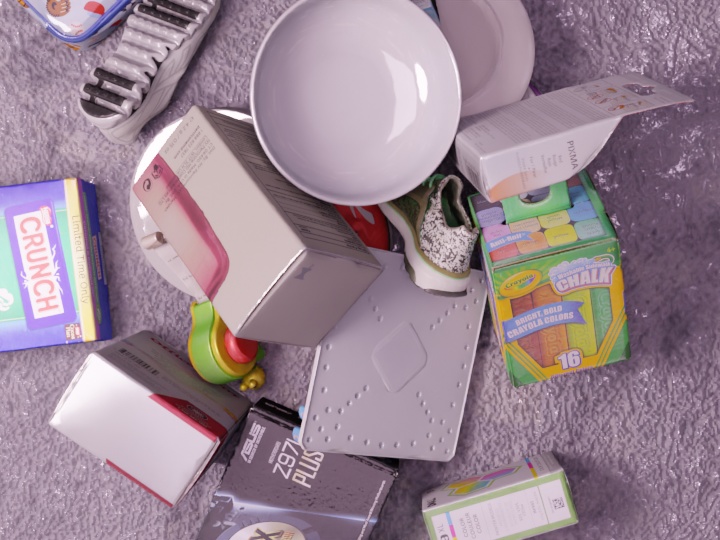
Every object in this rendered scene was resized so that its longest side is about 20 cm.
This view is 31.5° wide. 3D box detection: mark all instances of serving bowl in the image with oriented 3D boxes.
[{"bbox_3d":[-0.009,-0.161,1.184,0.199,0.066,0.201,-1,94,-14],"label":"serving bowl"}]

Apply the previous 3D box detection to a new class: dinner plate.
[{"bbox_3d":[0.073,-0.221,1.261,0.199,0.024,0.201,0,82,3],"label":"dinner plate"}]

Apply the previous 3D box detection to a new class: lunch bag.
[{"bbox_3d":[-0.304,-0.341,1.316,0.160,0.076,0.200,-43,90,0],"label":"lunch bag"}]

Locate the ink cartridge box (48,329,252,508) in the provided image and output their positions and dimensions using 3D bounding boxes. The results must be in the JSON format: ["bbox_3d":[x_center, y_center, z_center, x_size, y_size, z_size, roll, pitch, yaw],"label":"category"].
[{"bbox_3d":[-0.199,0.140,1.256,0.145,0.200,0.083,34,95,2],"label":"ink cartridge box"}]

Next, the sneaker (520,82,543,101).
[{"bbox_3d":[0.137,-0.163,1.306,0.100,0.075,0.200,-41,81,9],"label":"sneaker"}]

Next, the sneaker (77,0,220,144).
[{"bbox_3d":[-0.211,-0.217,1.317,0.075,0.081,0.200,28,72,23],"label":"sneaker"}]

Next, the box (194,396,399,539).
[{"bbox_3d":[-0.071,0.255,1.309,0.163,0.086,0.201,24,92,2],"label":"box"}]

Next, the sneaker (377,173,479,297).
[{"bbox_3d":[0.076,-0.067,1.258,0.077,0.200,0.089,9,129,-31],"label":"sneaker"}]

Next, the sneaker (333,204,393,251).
[{"bbox_3d":[0.000,0.000,1.301,0.077,0.085,0.201,-8,91,2],"label":"sneaker"}]

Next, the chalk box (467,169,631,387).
[{"bbox_3d":[0.180,-0.010,1.229,0.124,0.124,0.201,-14,128,3],"label":"chalk box"}]

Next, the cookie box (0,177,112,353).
[{"bbox_3d":[-0.370,0.001,1.322,0.199,0.075,0.172,-7,90,2],"label":"cookie box"}]

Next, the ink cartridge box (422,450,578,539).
[{"bbox_3d":[0.114,0.246,1.291,0.199,0.104,0.060,-18,90,3],"label":"ink cartridge box"}]

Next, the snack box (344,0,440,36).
[{"bbox_3d":[0.006,-0.312,1.266,0.116,0.037,0.201,-15,61,13],"label":"snack box"}]

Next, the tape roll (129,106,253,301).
[{"bbox_3d":[-0.137,-0.067,1.307,0.202,0.037,0.204,2,101,12],"label":"tape roll"}]

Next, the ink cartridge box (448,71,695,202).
[{"bbox_3d":[0.188,-0.127,1.179,0.199,0.162,0.050,-14,109,-4],"label":"ink cartridge box"}]

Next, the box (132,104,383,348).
[{"bbox_3d":[-0.096,-0.039,1.178,0.109,0.128,0.200,-49,59,18],"label":"box"}]

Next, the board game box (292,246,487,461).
[{"bbox_3d":[0.032,0.084,1.272,0.199,0.026,0.201,11,91,-38],"label":"board game box"}]

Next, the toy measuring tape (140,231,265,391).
[{"bbox_3d":[-0.161,0.053,1.287,0.073,0.074,0.200,-36,115,3],"label":"toy measuring tape"}]
